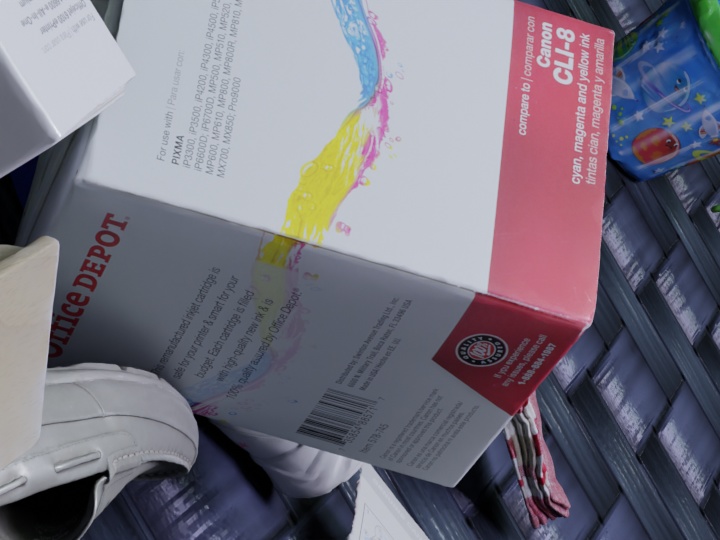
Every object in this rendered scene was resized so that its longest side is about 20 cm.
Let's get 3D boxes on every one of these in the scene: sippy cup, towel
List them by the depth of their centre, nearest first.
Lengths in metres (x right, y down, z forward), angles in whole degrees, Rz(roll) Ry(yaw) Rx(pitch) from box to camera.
[{"bbox_3d":[0.071,0.024,1.342,0.200,0.023,0.144,70,8,-55],"label":"towel"},{"bbox_3d":[0.238,-0.136,1.951,0.140,0.130,0.178,41,28,-44],"label":"sippy cup"}]

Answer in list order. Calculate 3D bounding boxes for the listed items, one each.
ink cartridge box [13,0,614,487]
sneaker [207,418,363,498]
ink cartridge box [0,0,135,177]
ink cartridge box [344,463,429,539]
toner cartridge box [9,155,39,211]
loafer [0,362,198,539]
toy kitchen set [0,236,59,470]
[{"bbox_3d":[-0.024,-0.030,1.021,0.199,0.145,0.145,16,57,-13],"label":"ink cartridge box"},{"bbox_3d":[0.000,0.000,1.150,0.099,0.200,0.078,37,-3,-31],"label":"sneaker"},{"bbox_3d":[-0.193,-0.103,0.874,0.200,0.145,0.084,57,21,-9],"label":"ink cartridge box"},{"bbox_3d":[0.022,0.196,1.141,0.161,0.050,0.200,53,17,-20],"label":"ink cartridge box"},{"bbox_3d":[-0.094,-0.053,1.189,0.200,0.043,0.095,10,55,-64],"label":"toner cartridge box"},{"bbox_3d":[-0.118,0.070,0.949,0.200,0.070,0.070,11,67,-62],"label":"loafer"},{"bbox_3d":[-0.206,0.015,0.798,0.163,0.180,0.201,-38,138,-66],"label":"toy kitchen set"}]
